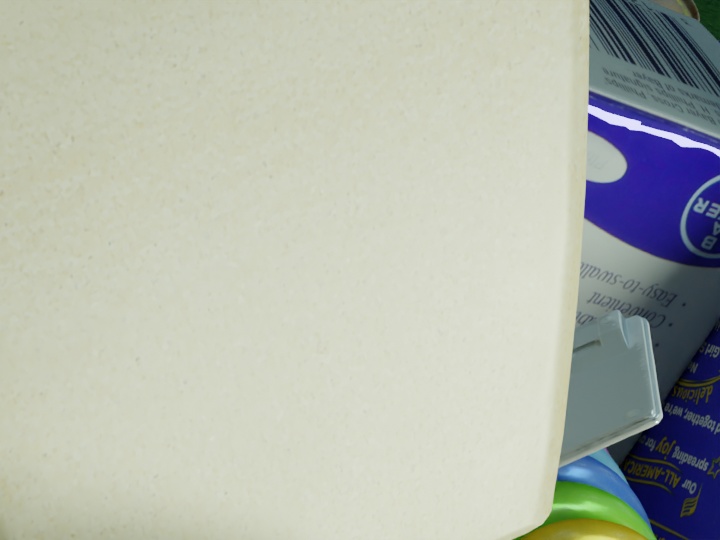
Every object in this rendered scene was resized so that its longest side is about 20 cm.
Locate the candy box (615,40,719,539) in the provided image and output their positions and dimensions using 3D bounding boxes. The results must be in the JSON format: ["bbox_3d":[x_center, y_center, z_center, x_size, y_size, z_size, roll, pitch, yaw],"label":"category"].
[{"bbox_3d":[0.128,0.037,0.927,0.077,0.201,0.169,24,-1,-20],"label":"candy box"}]

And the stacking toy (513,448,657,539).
[{"bbox_3d":[0.055,0.088,0.781,0.085,0.086,0.200,23,6,-19],"label":"stacking toy"}]

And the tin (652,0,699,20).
[{"bbox_3d":[0.098,-0.136,1.492,0.112,0.042,0.200,37,24,20],"label":"tin"}]

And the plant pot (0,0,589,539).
[{"bbox_3d":[-0.060,-0.010,0.682,0.199,0.178,0.200,-20,11,-27],"label":"plant pot"}]

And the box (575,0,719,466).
[{"bbox_3d":[0.000,0.000,0.901,0.183,0.201,0.105,18,26,-29],"label":"box"}]

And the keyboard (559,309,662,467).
[{"bbox_3d":[-0.012,0.064,0.804,0.011,0.199,0.056,59,15,-29],"label":"keyboard"}]
